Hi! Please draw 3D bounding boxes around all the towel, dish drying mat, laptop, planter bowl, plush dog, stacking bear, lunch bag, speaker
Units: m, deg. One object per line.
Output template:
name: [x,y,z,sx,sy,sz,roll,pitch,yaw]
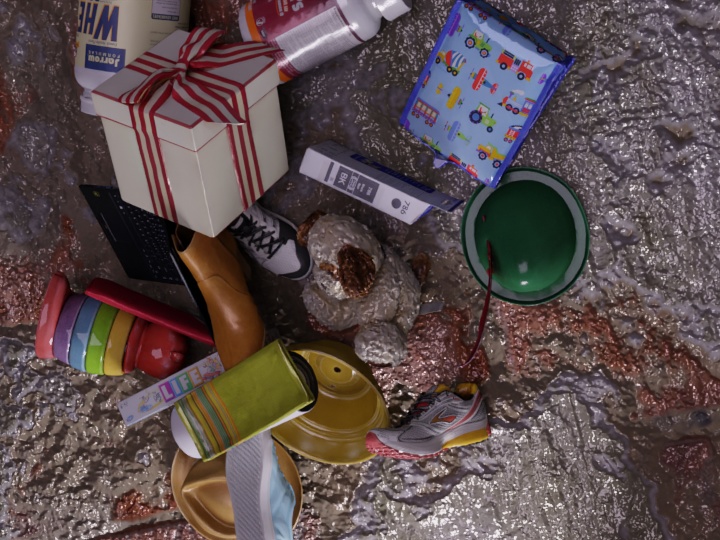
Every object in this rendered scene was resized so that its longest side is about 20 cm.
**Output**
towel: [-0.145,0.160,1.452,0.199,0.018,0.087,-32,90,35]
dish drying mat: [-0.270,0.057,1.609,0.198,0.077,0.018,24,99,-9]
laptop: [-0.274,-0.008,1.553,0.197,0.104,0.178,7,139,25]
planter bowl: [-0.042,0.153,1.571,0.198,0.084,0.202,13,131,15]
plush dog: [0.000,0.000,1.498,0.161,0.200,0.172,-45,130,-6]
stacking bear: [-0.333,0.091,1.645,0.197,0.122,0.115,15,71,0]
lunch bag: [0.143,-0.208,1.467,0.150,0.094,0.201,34,112,9]
speaker: [-0.150,0.172,1.518,0.199,0.081,0.082,-28,92,35]

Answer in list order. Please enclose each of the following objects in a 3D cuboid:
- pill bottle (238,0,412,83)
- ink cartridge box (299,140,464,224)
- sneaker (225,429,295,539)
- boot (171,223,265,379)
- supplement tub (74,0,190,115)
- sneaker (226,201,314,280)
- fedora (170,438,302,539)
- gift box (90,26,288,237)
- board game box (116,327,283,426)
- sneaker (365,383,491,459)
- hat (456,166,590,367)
pill bottle: [-0.043,-0.321,1.484,0.198,0.110,0.111,-24,93,18]
ink cartridge box: [0.028,-0.105,1.511,0.198,0.099,0.040,25,106,11]
sneaker: [-0.126,0.286,1.586,0.073,0.081,0.203,-5,85,36]
boot: [-0.182,0.022,1.477,0.070,0.203,0.144,-22,139,15]
supplement tub: [-0.292,-0.301,1.539,0.143,0.145,0.203,9,102,13]
sneaker: [-0.148,-0.055,1.576,0.200,0.088,0.076,41,106,3]
fedora: [-0.181,0.309,1.655,0.198,0.082,0.204,3,100,15]
gift box: [-0.186,-0.178,1.445,0.198,0.185,0.188,16,136,26]
board game box: [-0.211,0.140,1.604,0.198,0.134,0.035,-27,87,18]
sneaker: [0.081,0.189,1.518,0.077,0.198,0.083,-5,93,47]
hat: [0.189,-0.015,1.441,0.163,0.176,0.203,-11,97,17]
